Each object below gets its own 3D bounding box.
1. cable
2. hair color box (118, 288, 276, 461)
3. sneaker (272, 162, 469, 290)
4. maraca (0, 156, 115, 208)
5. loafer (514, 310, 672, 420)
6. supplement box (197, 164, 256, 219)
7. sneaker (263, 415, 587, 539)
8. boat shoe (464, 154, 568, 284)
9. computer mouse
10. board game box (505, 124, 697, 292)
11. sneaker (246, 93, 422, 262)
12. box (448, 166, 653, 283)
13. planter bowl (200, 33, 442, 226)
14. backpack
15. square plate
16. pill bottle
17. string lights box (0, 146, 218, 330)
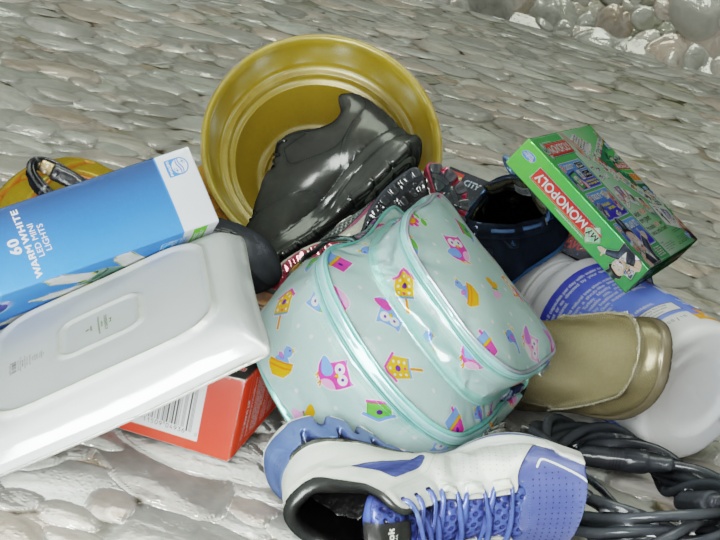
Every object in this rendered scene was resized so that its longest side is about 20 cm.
[{"bbox_3d":[0.188,0.154,1.330,0.162,0.051,0.199,5,14,-43],"label":"cable"},{"bbox_3d":[-0.102,0.061,1.347,0.101,0.062,0.200,16,16,8],"label":"hair color box"},{"bbox_3d":[0.000,0.000,1.481,0.081,0.199,0.075,54,-7,0],"label":"sneaker"},{"bbox_3d":[-0.209,-0.016,1.430,0.136,0.108,0.200,-19,35,-17],"label":"maraca"},{"bbox_3d":[0.147,0.071,1.413,0.067,0.077,0.199,12,-16,-32],"label":"loafer"},{"bbox_3d":[-0.141,-0.034,1.595,0.066,0.069,0.200,33,17,6],"label":"supplement box"},{"bbox_3d":[0.038,0.150,1.167,0.198,0.081,0.115,6,21,-3],"label":"sneaker"},{"bbox_3d":[0.129,-0.044,1.545,0.083,0.069,0.200,12,27,13],"label":"boat shoe"},{"bbox_3d":[-0.146,-0.038,1.389,0.199,0.034,0.059,23,43,-9],"label":"computer mouse"},{"bbox_3d":[0.194,-0.053,1.533,0.135,0.029,0.200,47,20,9],"label":"board game box"},{"bbox_3d":[-0.047,-0.057,1.523,0.091,0.200,0.076,47,-7,18],"label":"sneaker"},{"bbox_3d":[0.163,-0.005,1.686,0.199,0.038,0.137,24,-23,30],"label":"box"},{"bbox_3d":[-0.035,-0.089,1.619,0.199,0.202,0.084,14,-20,0],"label":"planter bowl"},{"bbox_3d":[0.026,0.051,1.297,0.176,0.153,0.200,54,32,1],"label":"backpack"},{"bbox_3d":[-0.158,0.045,1.212,0.197,0.029,0.200,-24,22,1],"label":"square plate"},{"bbox_3d":[0.200,0.057,1.524,0.111,0.113,0.200,2,20,-35],"label":"pill bottle"},{"bbox_3d":[-0.203,-0.011,1.291,0.199,0.059,0.103,-21,-11,-20],"label":"string lights box"}]
